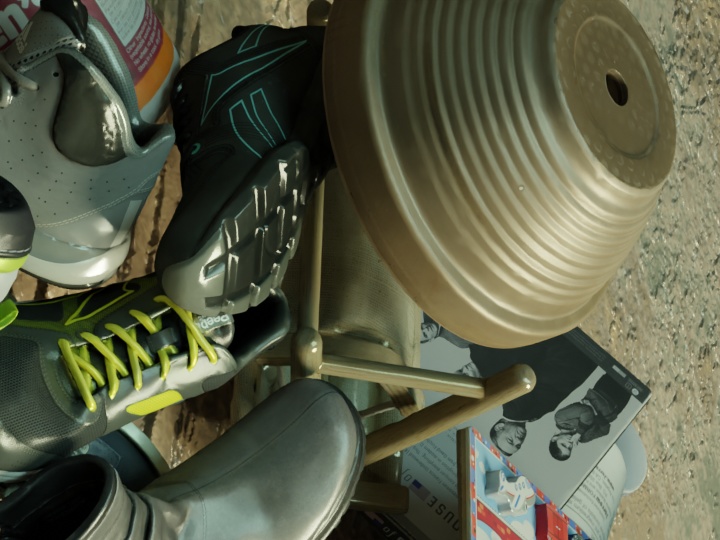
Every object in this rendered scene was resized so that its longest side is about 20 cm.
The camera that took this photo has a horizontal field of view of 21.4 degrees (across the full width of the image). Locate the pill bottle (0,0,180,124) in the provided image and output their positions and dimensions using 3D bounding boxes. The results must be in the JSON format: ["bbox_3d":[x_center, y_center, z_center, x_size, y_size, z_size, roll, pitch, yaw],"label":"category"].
[{"bbox_3d":[-0.172,-0.141,0.843,0.200,0.110,0.110,58,42,-33],"label":"pill bottle"}]

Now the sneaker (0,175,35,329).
[{"bbox_3d":[-0.215,-0.003,0.713,0.200,0.072,0.083,9,115,-33],"label":"sneaker"}]

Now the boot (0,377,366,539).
[{"bbox_3d":[-0.087,0.108,0.826,0.200,0.070,0.132,-47,149,-9],"label":"boot"}]

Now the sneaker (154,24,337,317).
[{"bbox_3d":[-0.055,-0.050,0.857,0.200,0.079,0.075,-59,163,-50],"label":"sneaker"}]

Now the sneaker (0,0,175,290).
[{"bbox_3d":[-0.167,-0.081,0.783,0.200,0.116,0.075,24,27,-21],"label":"sneaker"}]

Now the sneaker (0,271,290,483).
[{"bbox_3d":[-0.105,0.031,0.828,0.200,0.085,0.074,-26,91,-60],"label":"sneaker"}]

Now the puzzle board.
[{"bbox_3d":[0.104,0.191,1.042,0.200,0.017,0.151,44,38,-48],"label":"puzzle board"}]

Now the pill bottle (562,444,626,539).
[{"bbox_3d":[0.085,0.186,1.170,0.114,0.114,0.200,57,43,-35],"label":"pill bottle"}]

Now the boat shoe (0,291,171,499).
[{"bbox_3d":[-0.153,0.074,0.873,0.200,0.075,0.062,56,42,-33],"label":"boat shoe"}]

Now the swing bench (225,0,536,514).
[{"bbox_3d":[0.000,0.000,1.012,0.130,0.200,0.199,11,62,-16],"label":"swing bench"}]

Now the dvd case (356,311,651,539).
[{"bbox_3d":[0.068,0.087,1.137,0.150,0.025,0.200,42,53,5],"label":"dvd case"}]

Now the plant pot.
[{"bbox_3d":[0.082,-0.071,0.879,0.201,0.093,0.201,25,56,-44],"label":"plant pot"}]

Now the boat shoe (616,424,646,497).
[{"bbox_3d":[0.110,0.072,1.267,0.074,0.065,0.200,-30,90,-45],"label":"boat shoe"}]
